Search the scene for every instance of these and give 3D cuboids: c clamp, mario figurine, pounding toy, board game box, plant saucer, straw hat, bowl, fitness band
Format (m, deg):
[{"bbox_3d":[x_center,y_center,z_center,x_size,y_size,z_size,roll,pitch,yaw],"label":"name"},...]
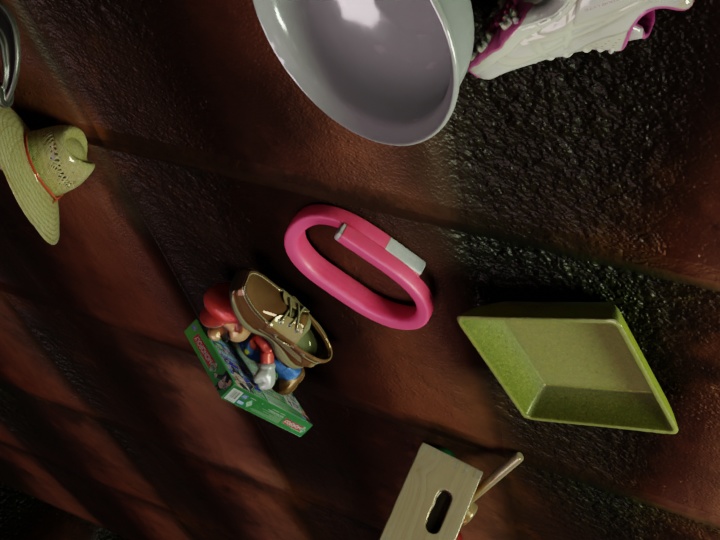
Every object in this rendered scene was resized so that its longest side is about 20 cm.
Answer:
[{"bbox_3d":[-0.463,-0.226,1.099,0.197,0.027,0.174,-2,101,21],"label":"c clamp"},{"bbox_3d":[-0.166,0.098,1.352,0.122,0.107,0.201,5,144,38],"label":"mario figurine"},{"bbox_3d":[0.126,0.343,1.419,0.140,0.202,0.184,24,164,7],"label":"pounding toy"},{"bbox_3d":[-0.159,0.157,1.384,0.135,0.029,0.200,51,-173,38],"label":"board game box"},{"bbox_3d":[0.234,0.097,1.064,0.197,0.048,0.201,-1,139,41],"label":"plant saucer"},{"bbox_3d":[-0.376,-0.136,1.189,0.084,0.203,0.202,-20,141,-3],"label":"straw hat"},{"bbox_3d":[0.016,-0.203,0.737,0.200,0.090,0.203,33,150,22],"label":"bowl"},{"bbox_3d":[0.000,0.000,1.129,0.199,0.038,0.144,35,150,-7],"label":"fitness band"}]

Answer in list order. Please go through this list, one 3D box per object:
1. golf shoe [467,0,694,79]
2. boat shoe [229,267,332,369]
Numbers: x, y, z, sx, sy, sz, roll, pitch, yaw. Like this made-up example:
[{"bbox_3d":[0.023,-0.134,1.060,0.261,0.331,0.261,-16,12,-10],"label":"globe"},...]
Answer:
[{"bbox_3d":[0.154,-0.180,0.694,0.091,0.076,0.199,34,151,-16],"label":"golf shoe"},{"bbox_3d":[-0.099,0.063,1.282,0.073,0.077,0.200,0,148,31],"label":"boat shoe"}]
